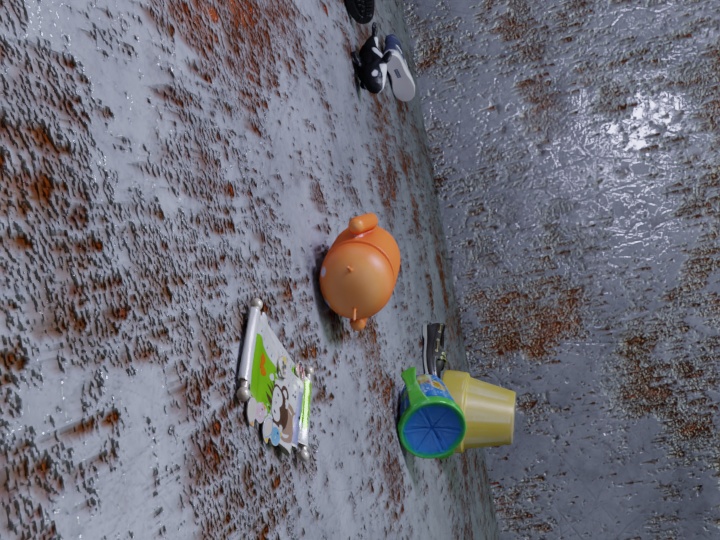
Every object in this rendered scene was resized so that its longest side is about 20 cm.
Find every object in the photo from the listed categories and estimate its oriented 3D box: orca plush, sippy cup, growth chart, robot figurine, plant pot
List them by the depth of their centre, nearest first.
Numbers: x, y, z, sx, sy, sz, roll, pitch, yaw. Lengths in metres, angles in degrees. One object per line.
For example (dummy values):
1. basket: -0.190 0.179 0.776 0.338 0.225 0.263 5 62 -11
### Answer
1. growth chart: -0.091 0.129 0.902 0.201 0.017 0.147 63 21 -52
2. robot figurine: -0.001 -0.002 1.219 0.116 0.144 0.200 37 20 -6
3. sippy cup: 0.135 0.280 1.625 0.131 0.136 0.181 -101 -160 -63
4. orca plush: 0.016 -0.488 1.841 0.070 0.104 0.204 26 57 -32
5. plant pot: 0.297 0.363 2.061 0.201 0.184 0.206 4 90 -78

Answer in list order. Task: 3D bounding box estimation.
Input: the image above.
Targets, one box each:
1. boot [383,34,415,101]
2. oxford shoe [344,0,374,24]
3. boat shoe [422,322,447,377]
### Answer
1. boot: 0.118 -0.605 2.431 0.201 0.071 0.092 63 26 -53
2. oxford shoe: -0.011 -0.672 1.872 0.085 0.071 0.203 -86 162 -57
3. boat shoe: 0.197 0.216 2.119 0.204 0.059 0.072 -89 164 -44
